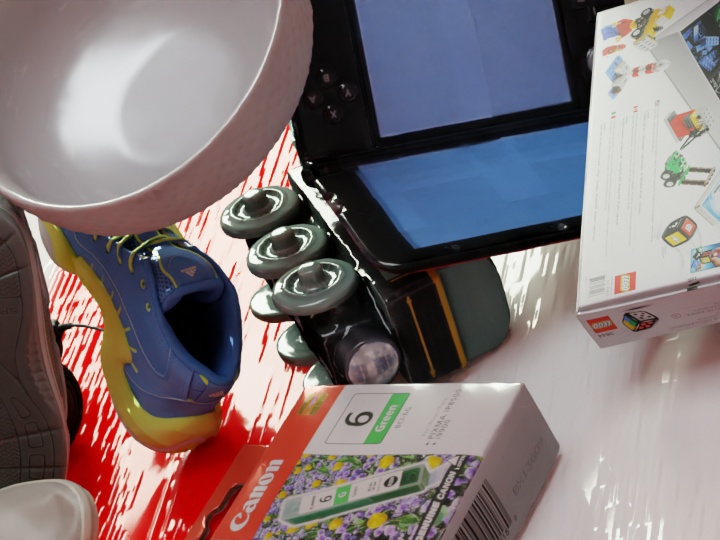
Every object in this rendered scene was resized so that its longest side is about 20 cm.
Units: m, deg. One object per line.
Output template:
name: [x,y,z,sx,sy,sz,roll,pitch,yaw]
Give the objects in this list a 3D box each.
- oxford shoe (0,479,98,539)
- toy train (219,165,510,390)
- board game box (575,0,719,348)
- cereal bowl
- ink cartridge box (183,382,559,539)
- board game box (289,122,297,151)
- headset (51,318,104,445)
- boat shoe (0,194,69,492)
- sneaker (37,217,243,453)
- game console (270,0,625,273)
oxford shoe: [-0.226,0.158,1.269,0.200,0.058,0.075,-20,63,21]
toy train: [0.000,0.000,1.305,0.114,0.085,0.200,-22,29,-9]
board game box: [0.173,-0.062,1.194,0.126,0.035,0.200,-13,48,26]
cereal bowl: [-0.109,-0.104,1.270,0.200,0.083,0.200,-12,60,21]
ink cartridge box: [-0.014,0.108,1.185,0.200,0.050,0.109,-2,42,38]
board game box: [0.021,-0.144,1.514,0.152,0.045,0.200,-26,31,7]
headset: [-0.204,0.051,1.385,0.200,0.094,0.124,-31,32,0]
boat shoe: [-0.191,0.053,1.293,0.074,0.202,0.065,-2,21,5]
sneaker: [-0.109,-0.007,1.302,0.076,0.200,0.105,-16,-14,-34]
game console: [0.071,-0.097,1.278,0.200,0.172,0.119,-11,1,-16]
